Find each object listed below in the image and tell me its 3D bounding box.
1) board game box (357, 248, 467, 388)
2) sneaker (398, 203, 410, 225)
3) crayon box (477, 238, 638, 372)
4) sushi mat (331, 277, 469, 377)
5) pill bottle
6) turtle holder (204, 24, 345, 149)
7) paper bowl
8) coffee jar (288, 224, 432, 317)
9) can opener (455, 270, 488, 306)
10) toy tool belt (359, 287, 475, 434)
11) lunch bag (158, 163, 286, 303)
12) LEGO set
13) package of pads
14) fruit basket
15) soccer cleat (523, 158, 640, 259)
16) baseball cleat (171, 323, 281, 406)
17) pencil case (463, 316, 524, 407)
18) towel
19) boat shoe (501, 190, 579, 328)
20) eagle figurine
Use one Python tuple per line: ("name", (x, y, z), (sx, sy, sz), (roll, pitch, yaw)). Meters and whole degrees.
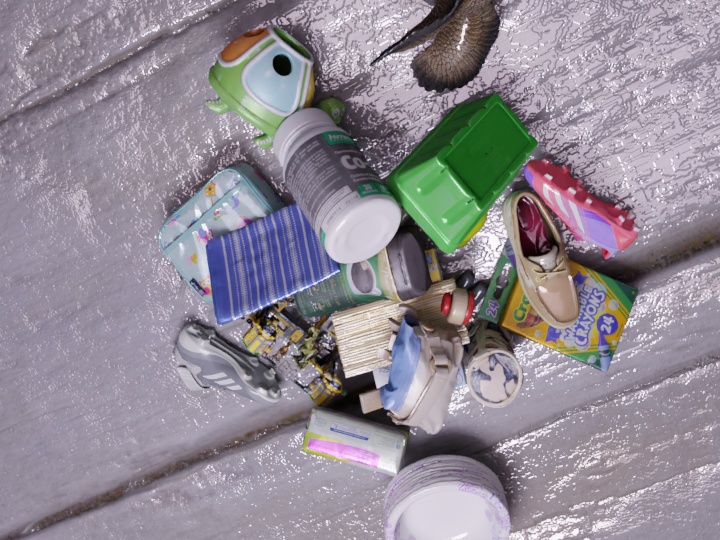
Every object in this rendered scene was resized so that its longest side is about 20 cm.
("board game box", (0.071, 0.084, 1.216), (0.132, 0.034, 0.205), (-15, 86, 13))
("sneaker", (0.005, -0.078, 1.213), (0.199, 0.076, 0.088), (-40, 96, 19))
("crayon box", (0.283, 0.048, 1.187), (0.196, 0.052, 0.128), (23, 90, 4))
("sushi mat", (0.056, 0.084, 1.195), (0.196, 0.012, 0.098), (-17, 86, 12))
("pill bottle", (-0.037, -0.118, 1.100), (0.113, 0.112, 0.202), (-46, 56, 20))
("turtle holder", (-0.118, -0.252, 1.150), (0.185, 0.141, 0.132), (42, 109, 2))
("paper bowl", (0.132, 0.375, 1.293), (0.195, 0.105, 0.205), (-2, 120, -3))
("coffee jar", (0.000, 0.000, 1.161), (0.196, 0.085, 0.107), (-10, 103, 23))
("can opener", (0.119, 0.091, 1.250), (0.052, 0.067, 0.201), (37, 106, -1))
("toy tool belt", (0.075, 0.113, 1.121), (0.120, 0.125, 0.205), (13, 102, -3))
("lunch bag", (-0.210, -0.057, 1.262), (0.199, 0.077, 0.161), (-38, 97, 18))
("LEGO set", (-0.075, 0.092, 1.244), (0.200, 0.154, 0.116), (43, 111, -7))
("package of pads", (-0.006, 0.260, 1.254), (0.151, 0.200, 0.070), (14, 81, 8))
("fruit basket", (0.131, -0.117, 1.138), (0.215, 0.216, 0.156), (-42, 96, 20))
("soccer cleat", (0.298, -0.082, 1.139), (0.197, 0.067, 0.077), (27, 127, -18))
("baseball cleat", (-0.221, 0.172, 1.348), (0.199, 0.070, 0.107), (37, 118, 9))
("pencil case", (0.186, 0.128, 1.172), (0.077, 0.200, 0.090), (-39, 93, 10))
("towel", (-0.128, -0.020, 1.158), (0.197, 0.147, 0.024), (-24, 146, 14))
("boat shoe", (0.249, -0.015, 1.131), (0.073, 0.066, 0.204), (-24, 86, 2))
("eagle figurine", (0.116, -0.337, 1.089), (0.149, 0.151, 0.204), (21, 100, -7))
